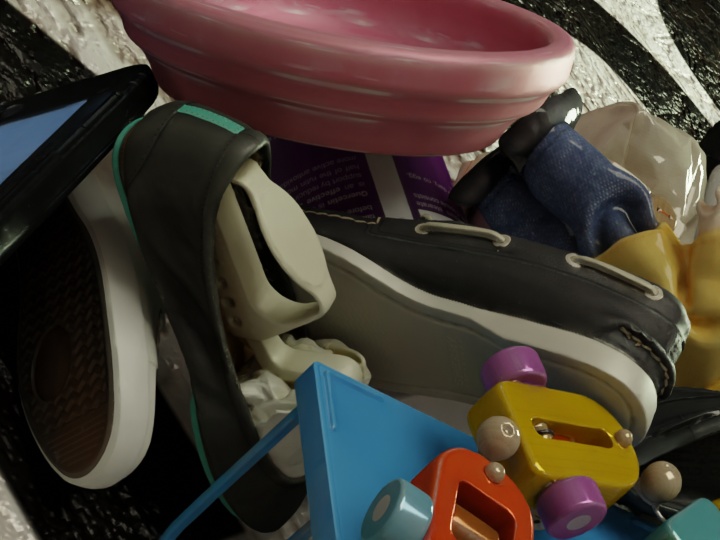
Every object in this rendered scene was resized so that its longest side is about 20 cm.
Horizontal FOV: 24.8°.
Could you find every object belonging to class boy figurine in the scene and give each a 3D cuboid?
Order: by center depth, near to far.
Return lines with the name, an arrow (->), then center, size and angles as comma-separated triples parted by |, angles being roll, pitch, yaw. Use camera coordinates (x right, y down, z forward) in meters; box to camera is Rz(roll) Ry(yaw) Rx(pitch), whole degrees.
boy figurine -> 0.131, 0.013, 0.723 | 0.200, 0.124, 0.064 | 49, 40, 9

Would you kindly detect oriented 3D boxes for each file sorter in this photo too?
file sorter -> 0.029, 0.155, 0.614 | 0.199, 0.123, 0.139 | 28, 33, -31

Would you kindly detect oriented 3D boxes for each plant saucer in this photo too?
plant saucer -> -0.010, -0.094, 0.701 | 0.199, 0.051, 0.201 | 10, 19, -3

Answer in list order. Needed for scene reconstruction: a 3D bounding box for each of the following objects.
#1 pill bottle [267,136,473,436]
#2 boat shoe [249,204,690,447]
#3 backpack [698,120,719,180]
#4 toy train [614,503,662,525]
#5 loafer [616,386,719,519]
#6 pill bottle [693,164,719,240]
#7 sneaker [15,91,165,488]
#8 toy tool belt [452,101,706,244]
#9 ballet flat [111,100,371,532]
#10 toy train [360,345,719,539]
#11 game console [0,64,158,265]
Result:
pill bottle -> 0.000, 0.000, 0.775 | 0.112, 0.112, 0.201 | 20, 39, -39
boat shoe -> 0.034, 0.009, 0.659 | 0.199, 0.074, 0.060 | 16, 50, 27
backpack -> 0.293, -0.014, 1.135 | 0.199, 0.153, 0.177 | -15, 68, -47
toy train -> 0.117, 0.102, 0.804 | 0.085, 0.114, 0.200 | 51, 29, 8
loafer -> 0.194, 0.080, 0.653 | 0.199, 0.069, 0.070 | 1, 12, 2
pill bottle -> 0.264, 0.027, 0.873 | 0.199, 0.113, 0.112 | 21, 28, 11
sneaker -> -0.095, 0.007, 0.680 | 0.084, 0.073, 0.201 | 21, 37, -35
toy tool belt -> 0.089, 0.002, 0.846 | 0.124, 0.199, 0.124 | 23, 60, -37
ballet flat -> -0.039, 0.028, 0.637 | 0.068, 0.068, 0.201 | -55, 139, -44
toy train -> 0.078, 0.111, 0.559 | 0.199, 0.056, 0.151 | 33, 33, -19
game console -> -0.195, -0.059, 0.593 | 0.200, 0.175, 0.117 | -62, 135, -59
